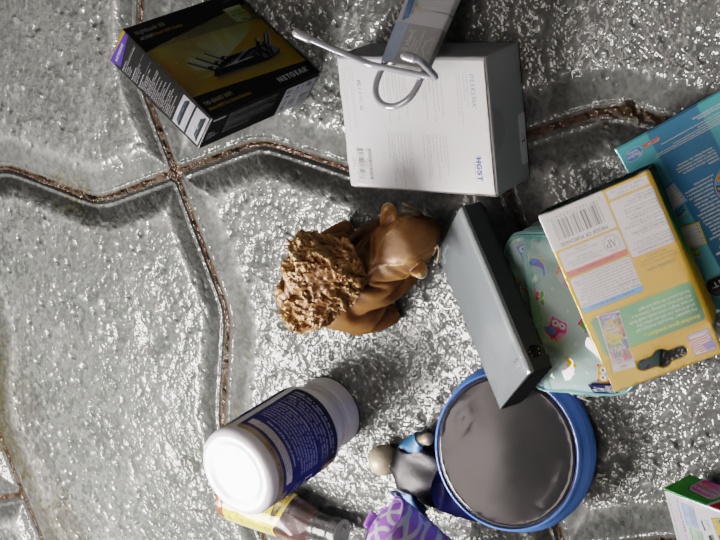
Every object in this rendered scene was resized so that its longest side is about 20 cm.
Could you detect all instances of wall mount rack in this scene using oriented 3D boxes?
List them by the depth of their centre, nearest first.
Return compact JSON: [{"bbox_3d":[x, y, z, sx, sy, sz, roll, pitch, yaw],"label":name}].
[{"bbox_3d":[0.030,-0.283,1.637,0.173,0.074,0.202,17,81,37],"label":"wall mount rack"}]

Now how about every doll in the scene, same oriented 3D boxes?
[{"bbox_3d":[0.093,0.266,1.885,0.199,0.048,0.138,18,117,30],"label":"doll"}]

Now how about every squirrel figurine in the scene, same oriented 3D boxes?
[{"bbox_3d":[0.000,0.000,1.748,0.186,0.199,0.143,-27,84,52],"label":"squirrel figurine"}]

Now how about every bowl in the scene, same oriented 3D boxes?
[{"bbox_3d":[0.177,0.209,1.773,0.199,0.039,0.203,3,96,29],"label":"bowl"}]

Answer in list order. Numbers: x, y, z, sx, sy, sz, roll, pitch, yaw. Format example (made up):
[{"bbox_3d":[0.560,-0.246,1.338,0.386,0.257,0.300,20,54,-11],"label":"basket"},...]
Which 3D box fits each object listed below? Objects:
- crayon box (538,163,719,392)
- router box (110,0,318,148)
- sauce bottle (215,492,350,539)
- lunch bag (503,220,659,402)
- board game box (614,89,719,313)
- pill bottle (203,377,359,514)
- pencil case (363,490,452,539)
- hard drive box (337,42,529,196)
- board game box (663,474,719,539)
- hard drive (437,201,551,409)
[{"bbox_3d":[0.281,0.008,1.554,0.125,0.052,0.201,-22,93,21],"label":"crayon box"},{"bbox_3d":[-0.169,-0.240,1.780,0.157,0.200,0.052,44,131,14],"label":"router box"},{"bbox_3d":[-0.104,0.330,2.050,0.198,0.066,0.067,10,114,31],"label":"sauce bottle"},{"bbox_3d":[0.240,0.043,1.666,0.159,0.077,0.202,0,107,36],"label":"lunch bag"},{"bbox_3d":[0.373,-0.073,1.540,0.150,0.047,0.201,-29,90,41],"label":"board game box"},{"bbox_3d":[-0.095,0.215,1.907,0.115,0.199,0.117,16,118,32],"label":"pill bottle"},{"bbox_3d":[0.090,0.366,1.866,0.200,0.084,0.085,42,155,-13],"label":"pencil case"},{"bbox_3d":[0.081,-0.172,1.700,0.199,0.077,0.157,7,112,35],"label":"hard drive box"},{"bbox_3d":[0.414,0.314,1.606,0.200,0.040,0.154,13,123,63],"label":"board game box"},{"bbox_3d":[0.147,0.040,1.691,0.140,0.033,0.201,111,140,-67],"label":"hard drive"}]
